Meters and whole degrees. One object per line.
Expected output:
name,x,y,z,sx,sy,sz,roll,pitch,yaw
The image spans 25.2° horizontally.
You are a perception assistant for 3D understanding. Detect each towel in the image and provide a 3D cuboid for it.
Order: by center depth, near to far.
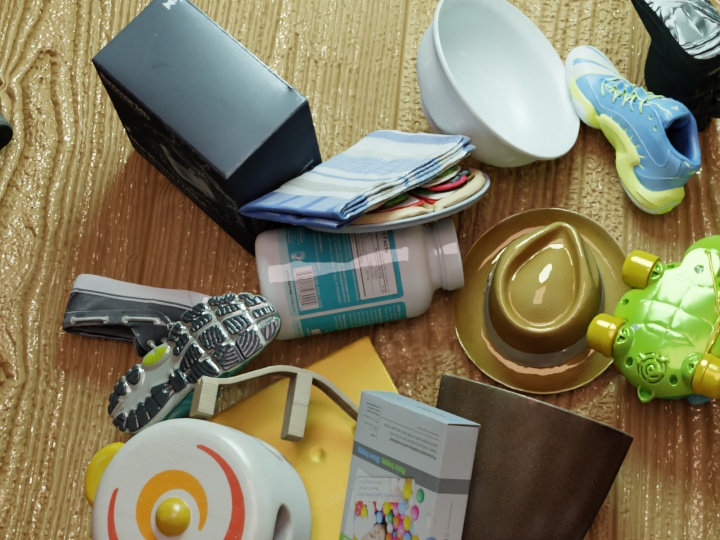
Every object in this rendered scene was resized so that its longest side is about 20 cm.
towel,-0.003,-0.092,1.566,0.146,0.024,0.199,8,30,45

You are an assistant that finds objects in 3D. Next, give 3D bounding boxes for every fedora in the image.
fedora,0.183,0.018,1.594,0.199,0.082,0.202,-1,68,3

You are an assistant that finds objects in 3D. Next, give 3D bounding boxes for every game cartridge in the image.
game cartridge,-0.040,0.184,1.577,0.199,0.032,0.177,-27,69,-4

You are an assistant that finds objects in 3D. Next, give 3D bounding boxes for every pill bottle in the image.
pill bottle,0.000,0.000,1.602,0.198,0.111,0.112,-9,67,0

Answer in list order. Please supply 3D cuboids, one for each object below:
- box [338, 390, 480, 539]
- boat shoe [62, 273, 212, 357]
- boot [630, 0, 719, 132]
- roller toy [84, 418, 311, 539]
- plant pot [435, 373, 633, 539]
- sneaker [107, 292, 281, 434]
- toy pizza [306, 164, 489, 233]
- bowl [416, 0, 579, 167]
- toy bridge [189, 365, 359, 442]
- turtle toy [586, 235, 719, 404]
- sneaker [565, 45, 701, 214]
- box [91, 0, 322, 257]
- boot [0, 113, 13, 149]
box,0.037,0.221,1.457,0.041,0.156,0.202,6,95,-29
boat shoe,-0.205,0.056,1.617,0.199,0.072,0.068,11,67,12
boot,0.314,-0.244,1.648,0.073,0.163,0.199,-25,67,-5
roller toy,-0.149,0.230,1.485,0.182,0.140,0.201,-28,69,11
plant pot,0.132,0.220,1.482,0.186,0.187,0.201,18,85,11
sneaker,-0.157,0.091,1.568,0.199,0.080,0.078,-35,66,15
toy pizza,0.029,-0.082,1.603,0.199,0.200,0.032,-10,108,1
bowl,0.124,-0.182,1.655,0.200,0.090,0.202,26,47,-31
toy bridge,-0.060,0.128,1.528,0.199,0.027,0.068,15,68,-17
turtle toy,0.317,0.046,1.562,0.145,0.101,0.201,23,70,25
sneaker,0.288,-0.163,1.643,0.075,0.105,0.201,-18,72,-36
box,-0.147,-0.147,1.625,0.196,0.200,0.117,41,76,19
boot,-0.483,-0.176,1.742,0.199,0.069,0.175,-27,66,-14
